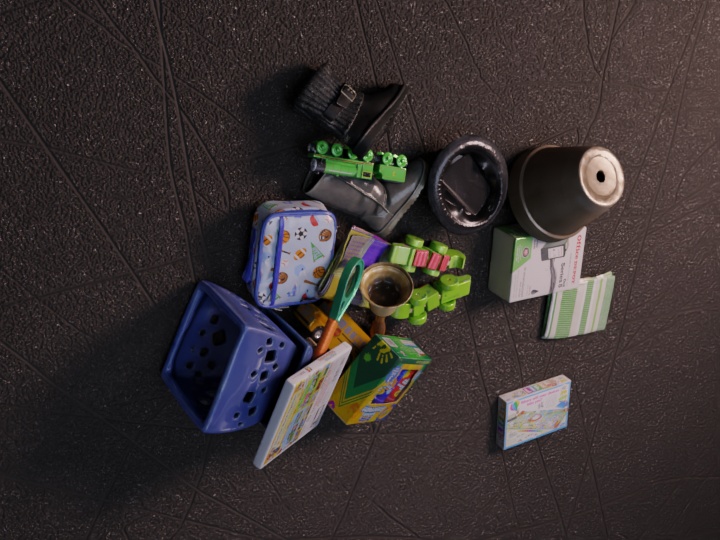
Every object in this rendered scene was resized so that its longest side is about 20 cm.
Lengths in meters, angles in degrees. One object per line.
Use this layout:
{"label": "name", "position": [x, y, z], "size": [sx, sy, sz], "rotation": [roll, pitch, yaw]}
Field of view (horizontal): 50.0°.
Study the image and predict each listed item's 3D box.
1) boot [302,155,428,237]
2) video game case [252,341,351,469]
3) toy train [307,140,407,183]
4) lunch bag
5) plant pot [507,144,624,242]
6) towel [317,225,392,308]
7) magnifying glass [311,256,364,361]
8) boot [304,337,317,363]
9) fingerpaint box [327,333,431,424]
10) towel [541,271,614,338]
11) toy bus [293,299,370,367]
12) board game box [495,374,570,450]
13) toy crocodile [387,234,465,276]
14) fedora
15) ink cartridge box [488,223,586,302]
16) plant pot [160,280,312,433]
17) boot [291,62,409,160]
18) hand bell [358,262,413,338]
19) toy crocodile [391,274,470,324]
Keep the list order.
{"label": "boot", "position": [0.012, -0.173, 1.431], "size": [0.199, 0.072, 0.183], "rotation": [33, 90, -28]}
{"label": "video game case", "position": [-0.102, 0.236, 1.367], "size": [0.181, 0.023, 0.202], "rotation": [-28, 147, -54]}
{"label": "toy train", "position": [-0.005, -0.188, 1.361], "size": [0.197, 0.042, 0.057], "rotation": [5, 96, -28]}
{"label": "lunch bag", "position": [-0.129, -0.025, 1.390], "size": [0.158, 0.076, 0.203], "rotation": [-5, 119, -29]}
{"label": "plant pot", "position": [0.425, -0.170, 1.551], "size": [0.197, 0.173, 0.204], "rotation": [4, 80, -25]}
{"label": "towel", "position": [0.000, 0.000, 1.466], "size": [0.199, 0.023, 0.145], "rotation": [19, 98, -59]}
{"label": "magnifying glass", "position": [-0.039, 0.070, 1.383], "size": [0.202, 0.022, 0.080], "rotation": [-66, 163, -11]}
{"label": "boot", "position": [-0.125, 0.220, 1.456], "size": [0.166, 0.072, 0.201], "rotation": [-42, 160, -14]}
{"label": "fingerpaint box", "position": [0.040, 0.216, 1.527], "size": [0.168, 0.073, 0.200], "rotation": [-51, 157, 8]}
{"label": "towel", "position": [0.520, 0.085, 1.844], "size": [0.197, 0.023, 0.155], "rotation": [-8, 114, -28]}
{"label": "toy bus", "position": [-0.044, 0.122, 1.495], "size": [0.078, 0.065, 0.200], "rotation": [-45, 134, -4]}
{"label": "board game box", "position": [0.423, 0.345, 1.888], "size": [0.197, 0.034, 0.137], "rotation": [-12, 115, -25]}
{"label": "toy crocodile", "position": [0.131, -0.025, 1.543], "size": [0.198, 0.061, 0.068], "rotation": [8, 106, -44]}
{"label": "fedora", "position": [0.193, -0.173, 1.509], "size": [0.198, 0.091, 0.204], "rotation": [-11, 115, -25]}
{"label": "ink cartridge box", "position": [0.385, -0.027, 1.682], "size": [0.197, 0.084, 0.148], "rotation": [-10, 114, -26]}
{"label": "plant pot", "position": [-0.210, 0.159, 1.362], "size": [0.178, 0.199, 0.202], "rotation": [18, 101, -41]}
{"label": "boot", "position": [-0.012, -0.302, 1.347], "size": [0.157, 0.212, 0.080], "rotation": [36, 135, 0]}
{"label": "hand bell", "position": [0.039, 0.087, 1.515], "size": [0.103, 0.105, 0.201], "rotation": [-20, 147, -21]}
{"label": "toy crocodile", "position": [0.144, 0.053, 1.591], "size": [0.198, 0.062, 0.068], "rotation": [-22, 132, -23]}
